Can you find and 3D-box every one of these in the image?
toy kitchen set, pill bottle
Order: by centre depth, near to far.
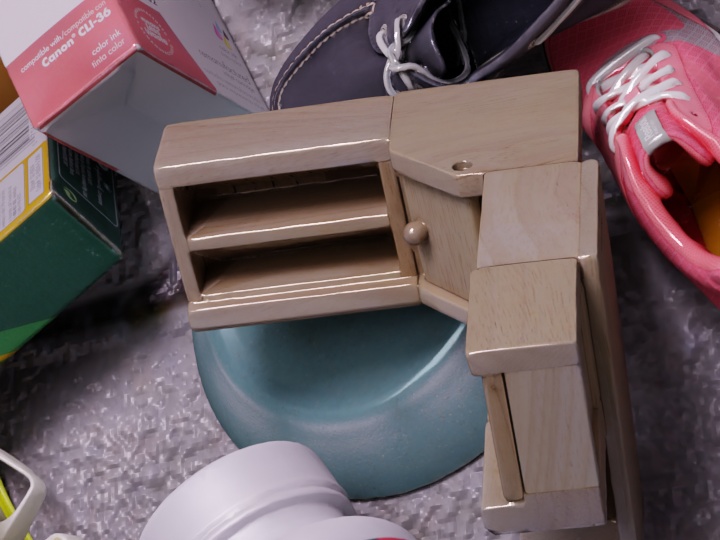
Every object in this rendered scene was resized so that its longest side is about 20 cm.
[{"bbox_3d":[0.015,0.048,0.985,0.180,0.163,0.200,-7,31,9],"label":"toy kitchen set"},{"bbox_3d":[-0.005,0.169,1.009,0.120,0.120,0.200,-44,57,11],"label":"pill bottle"}]

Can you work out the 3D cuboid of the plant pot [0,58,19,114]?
[{"bbox_3d":[-0.280,-0.133,1.237,0.200,0.183,0.200,-10,69,28],"label":"plant pot"}]

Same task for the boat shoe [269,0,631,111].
[{"bbox_3d":[0.031,-0.103,1.051,0.200,0.063,0.073,-27,86,31],"label":"boat shoe"}]

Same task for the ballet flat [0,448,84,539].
[{"bbox_3d":[-0.160,0.132,1.149,0.067,0.067,0.200,-47,55,7],"label":"ballet flat"}]

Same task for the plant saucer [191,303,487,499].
[{"bbox_3d":[0.000,0.000,1.114,0.200,0.036,0.200,-11,69,29],"label":"plant saucer"}]

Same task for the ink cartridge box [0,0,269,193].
[{"bbox_3d":[-0.130,-0.141,1.190,0.067,0.116,0.200,-38,59,16],"label":"ink cartridge box"}]

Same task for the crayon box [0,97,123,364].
[{"bbox_3d":[-0.202,0.011,1.190,0.200,0.052,0.126,-39,28,14],"label":"crayon box"}]

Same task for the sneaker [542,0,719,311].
[{"bbox_3d":[0.131,-0.057,1.022,0.074,0.087,0.200,-41,57,13],"label":"sneaker"}]
